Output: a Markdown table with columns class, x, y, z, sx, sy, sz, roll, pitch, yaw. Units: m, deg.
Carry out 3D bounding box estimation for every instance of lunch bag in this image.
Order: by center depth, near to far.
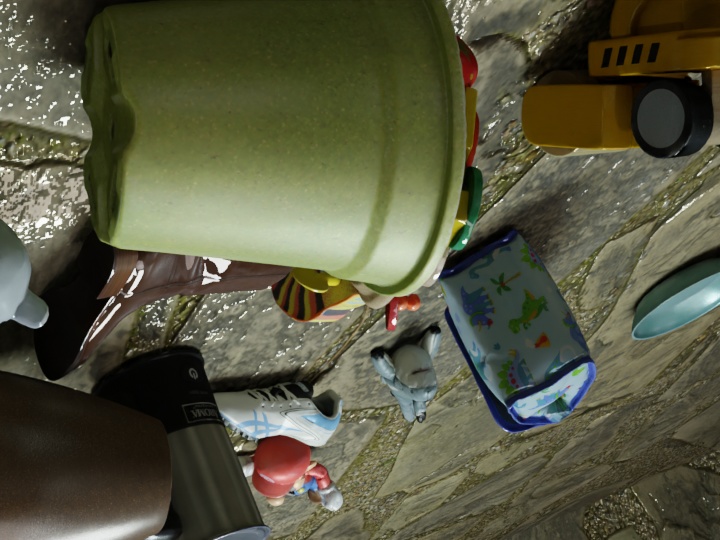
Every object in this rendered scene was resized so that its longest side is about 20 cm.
| class | x | y | z | sx | sy | sz | roll | pitch | yaw |
| --- | --- | --- | --- | --- | --- | --- | --- | --- | --- |
| lunch bag | 0.173 | 0.076 | 1.268 | 0.126 | 0.172 | 0.200 | -28 | 160 | 6 |

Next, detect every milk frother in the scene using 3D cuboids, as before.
| class | x | y | z | sx | sy | sz | roll | pitch | yaw |
| --- | --- | --- | --- | --- | --- | --- | --- | --- | --- |
| milk frother | -0.216 | 0.210 | 1.110 | 0.179 | 0.190 | 0.200 | -4 | 150 | -40 |

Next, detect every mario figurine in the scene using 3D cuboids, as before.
| class | x | y | z | sx | sy | sz | roll | pitch | yaw |
| --- | --- | --- | --- | --- | --- | --- | --- | --- | --- |
| mario figurine | -0.098 | 0.278 | 1.500 | 0.122 | 0.107 | 0.200 | -25 | 159 | 1 |

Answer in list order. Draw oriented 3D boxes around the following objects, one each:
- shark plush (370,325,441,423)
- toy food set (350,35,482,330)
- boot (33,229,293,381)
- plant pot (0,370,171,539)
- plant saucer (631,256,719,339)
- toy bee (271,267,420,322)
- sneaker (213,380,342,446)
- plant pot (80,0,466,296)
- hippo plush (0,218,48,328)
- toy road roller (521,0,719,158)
| class | x | y | z | sx | sy | sz | roll | pitch | yaw |
| --- | --- | --- | --- | --- | --- | --- | --- | --- | --- |
| shark plush | 0.055 | 0.150 | 1.414 | 0.090 | 0.084 | 0.201 | -17 | 156 | -22 |
| toy food set | 0.035 | -0.064 | 0.797 | 0.048 | 0.201 | 0.200 | 13 | 153 | -13 |
| boot | -0.151 | 0.017 | 0.941 | 0.198 | 0.065 | 0.186 | -11 | 156 | -44 |
| plant pot | -0.257 | 0.164 | 0.912 | 0.197 | 0.189 | 0.187 | 4 | 146 | -27 |
| plant saucer | 0.478 | 0.035 | 1.692 | 0.197 | 0.036 | 0.201 | -23 | 158 | -9 |
| toy bee | 0.000 | 0.000 | 0.998 | 0.129 | 0.110 | 0.201 | -11 | 153 | -29 |
| sneaker | -0.097 | 0.152 | 1.295 | 0.199 | 0.071 | 0.073 | 16 | 100 | -50 |
| plant pot | -0.063 | -0.083 | 0.672 | 0.181 | 0.203 | 0.201 | -2 | 150 | -23 |
| hippo plush | -0.285 | 0.001 | 0.696 | 0.198 | 0.161 | 0.161 | -23 | -166 | 35 |
| toy road roller | 0.228 | -0.166 | 0.910 | 0.121 | 0.149 | 0.199 | -8 | -171 | -37 |
